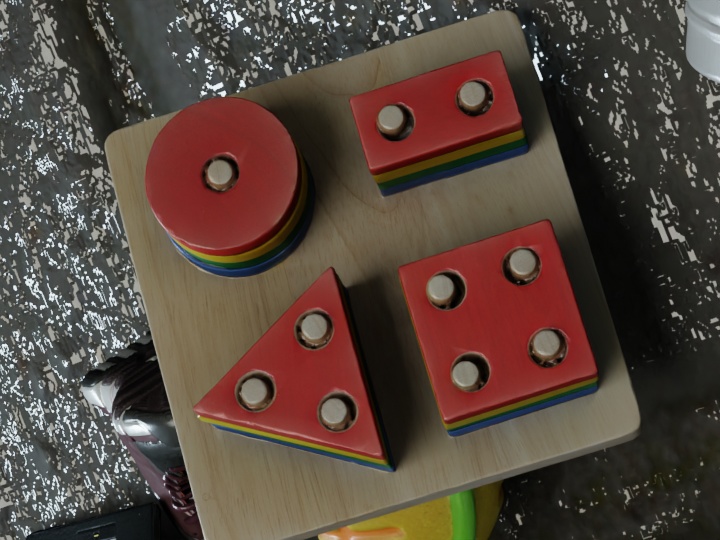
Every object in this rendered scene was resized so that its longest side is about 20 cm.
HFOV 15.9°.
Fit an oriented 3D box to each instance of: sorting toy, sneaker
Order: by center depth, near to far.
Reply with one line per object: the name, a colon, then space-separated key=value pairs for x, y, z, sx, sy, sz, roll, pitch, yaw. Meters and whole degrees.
sorting toy: x=0.000 y=0.000 z=1.123 sx=0.197 sy=0.070 sz=0.201 roll=-17 pitch=76 yaw=3
sneaker: x=-0.070 y=0.091 z=1.260 sx=0.116 sy=0.075 sz=0.200 roll=60 pitch=170 yaw=-10

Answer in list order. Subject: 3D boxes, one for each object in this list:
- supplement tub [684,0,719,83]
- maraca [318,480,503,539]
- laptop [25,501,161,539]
supplement tub: x=0.195 y=-0.174 z=0.988 sx=0.131 sy=0.132 sz=0.202 roll=13 pitch=112 yaw=31
maraca: x=0.001 y=0.057 z=1.213 sx=0.201 sy=0.106 sz=0.137 roll=62 pitch=151 yaw=20
laptop: x=-0.180 y=0.225 z=1.317 sx=0.177 sy=0.103 sz=0.202 roll=-20 pitch=68 yaw=59
